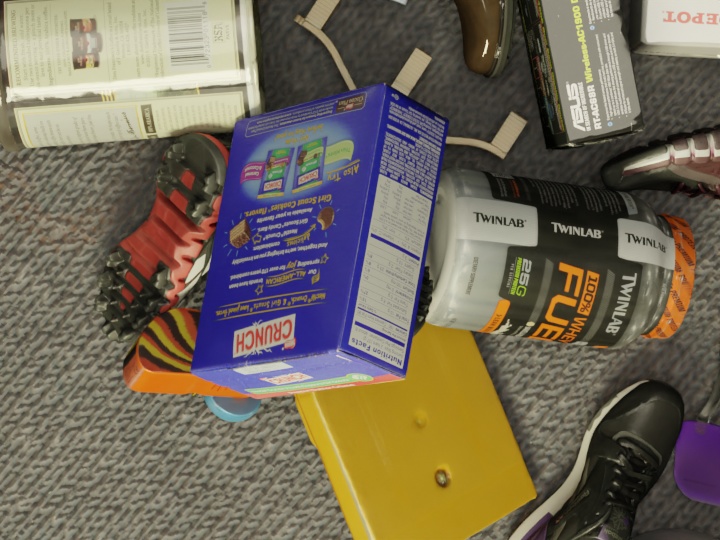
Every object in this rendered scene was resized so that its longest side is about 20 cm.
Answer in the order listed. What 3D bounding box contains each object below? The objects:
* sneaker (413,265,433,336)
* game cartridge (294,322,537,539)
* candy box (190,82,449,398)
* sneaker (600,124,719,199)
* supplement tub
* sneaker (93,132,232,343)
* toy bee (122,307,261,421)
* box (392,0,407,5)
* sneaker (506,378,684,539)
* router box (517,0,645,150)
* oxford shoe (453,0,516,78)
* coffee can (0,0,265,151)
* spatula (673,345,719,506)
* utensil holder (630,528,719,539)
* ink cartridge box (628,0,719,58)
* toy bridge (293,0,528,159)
[{"bbox_3d":[0.000,0.000,1.693,0.066,0.200,0.090,31,119,-31],"label":"sneaker"},{"bbox_3d":[0.037,0.118,1.729,0.176,0.032,0.201,-24,91,-41],"label":"game cartridge"},{"bbox_3d":[-0.030,-0.017,1.608,0.077,0.169,0.201,25,68,-38],"label":"candy box"},{"bbox_3d":[0.294,-0.057,1.753,0.199,0.076,0.116,-14,95,0],"label":"sneaker"},{"bbox_3d":[0.147,-0.007,1.718,0.199,0.123,0.123,7,92,-13],"label":"supplement tub"},{"bbox_3d":[-0.135,-0.024,1.744,0.071,0.098,0.201,45,121,23],"label":"sneaker"},{"bbox_3d":[-0.087,0.063,1.748,0.200,0.131,0.109,29,48,-37],"label":"toy bee"},{"bbox_3d":[-0.042,-0.294,1.756,0.199,0.048,0.122,18,92,0],"label":"box"},{"bbox_3d":[0.198,0.182,1.746,0.076,0.088,0.200,33,94,-22],"label":"sneaker"},{"bbox_3d":[0.159,-0.194,1.708,0.062,0.150,0.201,-12,92,-1],"label":"router box"},{"bbox_3d":[0.069,-0.243,1.733,0.084,0.073,0.201,-14,100,-15],"label":"oxford shoe"},{"bbox_3d":[-0.177,-0.170,1.710,0.199,0.146,0.147,-4,92,-1],"label":"coffee can"},{"bbox_3d":[0.285,0.084,1.778,0.021,0.056,0.201,17,84,-43],"label":"spatula"},{"bbox_3d":[0.252,0.288,1.702,0.169,0.200,0.171,0,92,0],"label":"utensil holder"},{"bbox_3d":[0.288,-0.266,1.739,0.145,0.084,0.201,2,91,-1],"label":"ink cartridge box"},{"bbox_3d":[0.032,-0.144,1.771,0.200,0.027,0.067,33,93,-1],"label":"toy bridge"}]
